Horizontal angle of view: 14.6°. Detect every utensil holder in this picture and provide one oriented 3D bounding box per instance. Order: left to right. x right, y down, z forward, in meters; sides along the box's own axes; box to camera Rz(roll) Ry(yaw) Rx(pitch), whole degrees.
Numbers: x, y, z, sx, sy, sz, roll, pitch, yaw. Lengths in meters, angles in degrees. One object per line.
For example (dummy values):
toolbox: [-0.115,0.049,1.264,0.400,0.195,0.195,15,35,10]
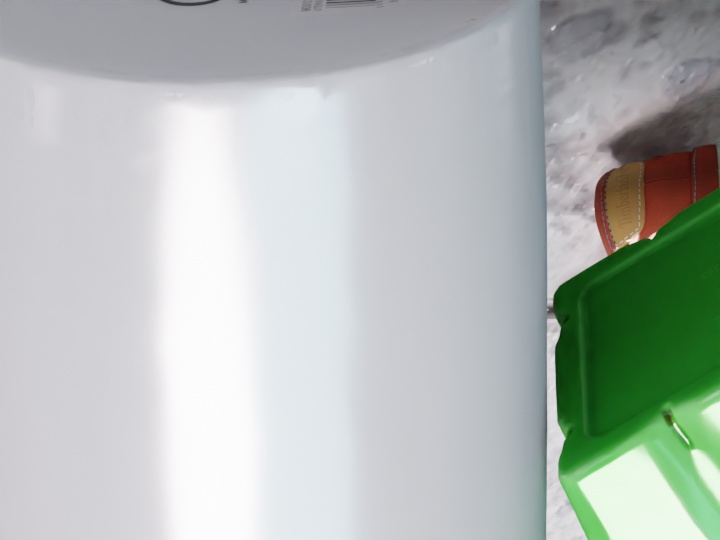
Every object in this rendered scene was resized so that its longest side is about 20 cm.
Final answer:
utensil holder: [-0.032,0.012,0.743,0.169,0.170,0.201,-12,118,-19]

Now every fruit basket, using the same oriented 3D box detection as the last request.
fruit basket: [0.173,0.052,0.787,0.214,0.156,0.217,1,124,2]

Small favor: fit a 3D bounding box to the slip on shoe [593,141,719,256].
slip on shoe: [0.106,0.027,0.996,0.061,0.074,0.201,0,144,3]
